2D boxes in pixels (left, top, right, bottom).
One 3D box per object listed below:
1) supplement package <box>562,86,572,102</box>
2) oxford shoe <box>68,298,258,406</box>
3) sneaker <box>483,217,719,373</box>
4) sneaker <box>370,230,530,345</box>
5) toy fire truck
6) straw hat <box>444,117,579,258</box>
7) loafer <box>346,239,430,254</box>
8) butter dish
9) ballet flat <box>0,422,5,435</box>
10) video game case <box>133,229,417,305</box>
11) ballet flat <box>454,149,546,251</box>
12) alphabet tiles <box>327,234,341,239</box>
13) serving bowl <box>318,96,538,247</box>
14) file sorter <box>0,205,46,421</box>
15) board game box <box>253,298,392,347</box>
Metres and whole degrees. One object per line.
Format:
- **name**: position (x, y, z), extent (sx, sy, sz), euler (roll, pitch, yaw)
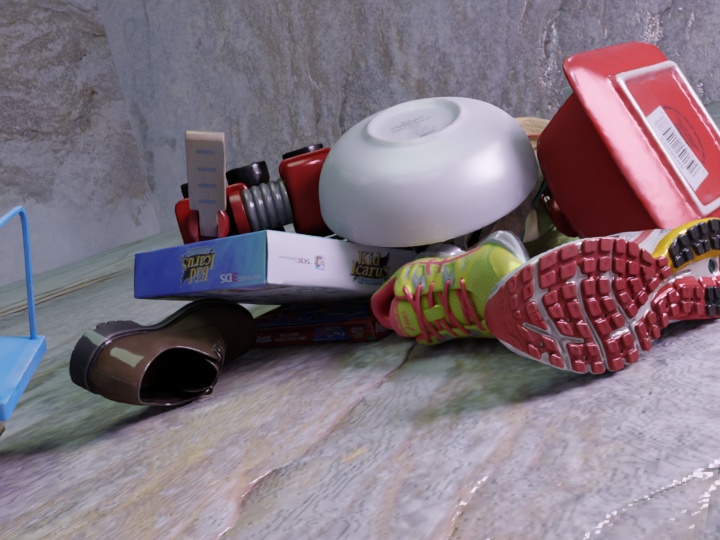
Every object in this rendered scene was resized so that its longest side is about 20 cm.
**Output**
- **supplement package**: position (0.584, -0.372, 1.965), extent (0.148, 0.155, 0.200), euler (-16, 9, -9)
- **oxford shoe**: position (-0.140, 0.076, 0.715), extent (0.083, 0.074, 0.199), euler (21, 19, 25)
- **sneaker**: position (0.156, 0.017, 0.544), extent (0.197, 0.080, 0.082), euler (-9, 1, -31)
- **sneaker**: position (0.068, 0.026, 0.639), extent (0.089, 0.079, 0.199), euler (-26, 6, -19)
- **toy fire truck**: position (-0.100, -0.076, 0.826), extent (0.173, 0.131, 0.200), euler (-16, 6, -3)
- **straw hat**: position (0.164, -0.055, 0.882), extent (0.197, 0.204, 0.086), euler (-16, -33, -7)
- **loafer**: position (0.000, 0.000, 0.914), extent (0.198, 0.076, 0.069), euler (-20, 6, 46)
- **butter dish**: position (0.228, -0.079, 0.747), extent (0.198, 0.202, 0.147), euler (-23, -10, -47)
- **ballet flat**: position (-0.365, 0.145, 0.632), extent (0.197, 0.058, 0.066), euler (-21, 11, -33)
- **video game case**: position (-0.078, 0.002, 0.775), extent (0.198, 0.047, 0.179), euler (-6, -7, 44)
- **ballet flat**: position (0.125, -0.060, 0.777), extent (0.068, 0.067, 0.202), euler (-46, 14, 47)
- **alphabet tiles**: position (-0.003, -0.045, 0.950), extent (0.197, 0.006, 0.166), euler (-22, 2, 13)
- **serving bowl**: position (0.053, -0.101, 0.742), extent (0.196, 0.067, 0.201), euler (-11, 32, 7)
- **file sorter**: position (-0.334, 0.025, 0.588), extent (0.195, 0.125, 0.139), euler (-1, 15, -10)
- **board game box**: position (-0.033, 0.047, 0.822), extent (0.197, 0.020, 0.102), euler (-8, 10, 40)
